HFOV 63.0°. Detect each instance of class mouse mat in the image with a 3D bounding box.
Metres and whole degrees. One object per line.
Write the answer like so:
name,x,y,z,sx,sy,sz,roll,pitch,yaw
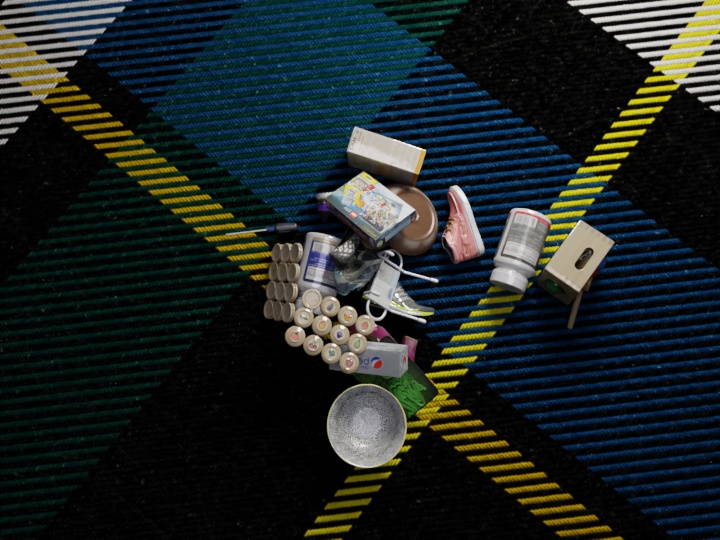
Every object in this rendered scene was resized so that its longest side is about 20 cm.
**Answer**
mouse mat,0.085,0.286,1.516,0.200,0.008,0.161,47,113,5

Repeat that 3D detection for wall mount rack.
wall mount rack,0.100,0.045,1.496,0.173,0.074,0.202,31,67,-25

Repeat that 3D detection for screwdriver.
screwdriver,-0.269,-0.109,1.591,0.197,0.029,0.028,-6,82,-6

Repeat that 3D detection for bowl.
bowl,0.015,0.390,1.495,0.198,0.094,0.204,0,82,0

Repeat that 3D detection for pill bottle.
pill bottle,-0.108,0.013,1.532,0.118,0.120,0.203,14,83,2
pill bottle,0.416,-0.050,1.540,0.113,0.114,0.202,21,84,3

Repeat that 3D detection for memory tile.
memory tile,-0.200,0.030,1.521,0.017,0.152,0.203,11,84,-36
memory tile,-0.074,0.147,1.443,0.198,0.017,0.155,26,78,-2

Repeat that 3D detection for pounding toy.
pounding toy,0.551,0.016,1.510,0.142,0.184,0.201,36,84,17

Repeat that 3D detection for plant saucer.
plant saucer,0.130,-0.141,1.548,0.198,0.037,0.203,9,71,-26

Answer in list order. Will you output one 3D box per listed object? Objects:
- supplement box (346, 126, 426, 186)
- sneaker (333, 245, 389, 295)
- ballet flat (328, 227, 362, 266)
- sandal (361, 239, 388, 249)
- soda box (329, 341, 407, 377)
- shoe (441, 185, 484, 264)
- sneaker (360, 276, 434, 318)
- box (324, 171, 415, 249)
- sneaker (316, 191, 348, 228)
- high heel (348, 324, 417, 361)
supplement box,0.067,-0.302,1.569,0.197,0.126,0.074,19,84,2
sneaker,0.000,0.000,1.535,0.077,0.087,0.199,28,38,32
ballet flat,-0.021,-0.099,1.487,0.057,0.066,0.202,40,53,-25
sandal,0.067,-0.121,1.581,0.212,0.069,0.078,-44,103,-26
soda box,0.019,0.221,1.489,0.197,0.063,0.069,2,100,23
shoe,0.254,-0.121,1.571,0.090,0.071,0.202,-20,87,-8
sneaker,0.104,0.073,1.549,0.197,0.074,0.082,18,80,1
box,0.023,-0.155,1.478,0.136,0.038,0.200,-37,57,-19
sneaker,-0.018,-0.165,1.586,0.197,0.070,0.101,-4,90,2
high heel,0.050,0.201,1.535,0.198,0.067,0.097,21,73,-10
